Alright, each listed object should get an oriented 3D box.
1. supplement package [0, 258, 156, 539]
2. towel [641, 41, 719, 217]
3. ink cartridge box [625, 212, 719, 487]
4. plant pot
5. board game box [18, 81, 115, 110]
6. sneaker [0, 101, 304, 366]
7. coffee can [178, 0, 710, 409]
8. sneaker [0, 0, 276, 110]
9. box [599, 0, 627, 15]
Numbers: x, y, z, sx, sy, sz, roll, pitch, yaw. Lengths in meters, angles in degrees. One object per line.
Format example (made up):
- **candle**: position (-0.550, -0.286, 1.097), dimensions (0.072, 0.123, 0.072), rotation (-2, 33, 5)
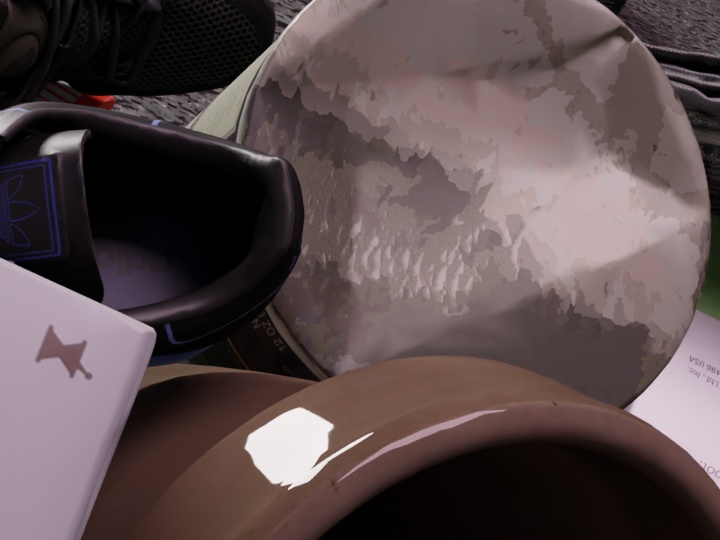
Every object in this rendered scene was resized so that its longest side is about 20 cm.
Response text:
- **supplement package**: position (-0.137, 0.064, 0.472), dimensions (0.119, 0.200, 0.122), rotation (26, 64, -13)
- **towel**: position (0.109, -0.027, 0.909), dimensions (0.192, 0.035, 0.200), rotation (15, -19, 6)
- **ink cartridge box**: position (0.133, 0.100, 0.852), dimensions (0.145, 0.084, 0.200), rotation (29, 51, -4)
- **plant pot**: position (-0.024, 0.104, 0.639), dimensions (0.200, 0.201, 0.174), rotation (14, 6, -38)
- **board game box**: position (-0.211, -0.085, 0.991), dimensions (0.200, 0.046, 0.152), rotation (32, 20, 3)
- **sneaker**: position (-0.110, -0.009, 0.588), dimensions (0.199, 0.078, 0.070), rotation (-4, 76, -21)
- **coffee can**: position (0.000, 0.000, 0.798), dimensions (0.146, 0.147, 0.200), rotation (25, -21, -13)
- **sneaker**: position (-0.115, -0.090, 0.964), dimensions (0.199, 0.076, 0.114), rotation (14, 27, -31)
- **box**: position (0.088, -0.258, 1.775), dimensions (0.200, 0.086, 0.164), rotation (6, 32, -50)
